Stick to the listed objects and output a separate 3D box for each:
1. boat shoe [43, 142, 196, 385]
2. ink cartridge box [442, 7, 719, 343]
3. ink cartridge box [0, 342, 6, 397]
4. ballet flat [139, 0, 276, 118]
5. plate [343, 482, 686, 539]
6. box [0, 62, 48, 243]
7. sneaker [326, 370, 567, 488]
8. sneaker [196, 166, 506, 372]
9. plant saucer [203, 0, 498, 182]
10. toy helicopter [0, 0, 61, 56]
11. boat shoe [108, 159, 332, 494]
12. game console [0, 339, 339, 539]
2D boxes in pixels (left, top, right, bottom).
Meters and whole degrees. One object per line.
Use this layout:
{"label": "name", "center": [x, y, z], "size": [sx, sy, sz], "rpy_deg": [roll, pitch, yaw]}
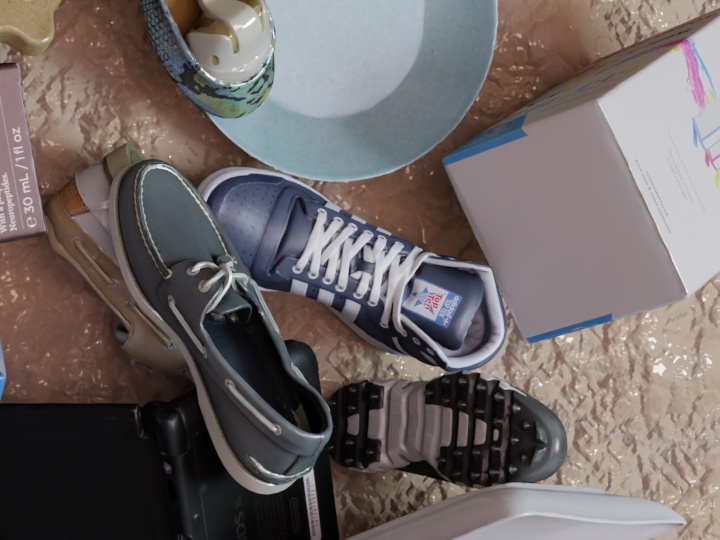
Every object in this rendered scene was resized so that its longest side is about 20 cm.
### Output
{"label": "boat shoe", "center": [-0.111, 0.023, 1.468], "size": [0.068, 0.075, 0.201], "rpy_deg": [-29, 108, 7]}
{"label": "ink cartridge box", "center": [0.171, -0.064, 1.502], "size": [0.200, 0.128, 0.126], "rpy_deg": [-35, 101, -46]}
{"label": "ink cartridge box", "center": [-0.286, 0.114, 1.358], "size": [0.145, 0.084, 0.201], "rpy_deg": [10, 112, -20]}
{"label": "ballet flat", "center": [-0.087, -0.158, 1.383], "size": [0.074, 0.074, 0.201], "rpy_deg": [-39, 127, -14]}
{"label": "plate", "center": [0.059, 0.161, 1.446], "size": [0.200, 0.199, 0.033], "rpy_deg": [11, 60, -55]}
{"label": "box", "center": [-0.281, -0.052, 1.393], "size": [0.199, 0.075, 0.101], "rpy_deg": [-12, 98, -18]}
{"label": "sneaker", "center": [0.068, 0.094, 1.476], "size": [0.090, 0.199, 0.067], "rpy_deg": [7, 85, -35]}
{"label": "sneaker", "center": [0.000, 0.000, 1.460], "size": [0.199, 0.108, 0.070], "rpy_deg": [29, 81, -35]}
{"label": "plant saucer", "center": [-0.018, -0.153, 1.497], "size": [0.199, 0.039, 0.203], "rpy_deg": [0, 91, -14]}
{"label": "toy helicopter", "center": [-0.174, -0.184, 1.414], "size": [0.199, 0.079, 0.133], "rpy_deg": [1, 70, -22]}
{"label": "boat shoe", "center": [-0.072, 0.021, 1.374], "size": [0.073, 0.062, 0.201], "rpy_deg": [-16, 75, -39]}
{"label": "game console", "center": [-0.112, 0.146, 1.458], "size": [0.175, 0.116, 0.201], "rpy_deg": [-28, 122, -38]}
